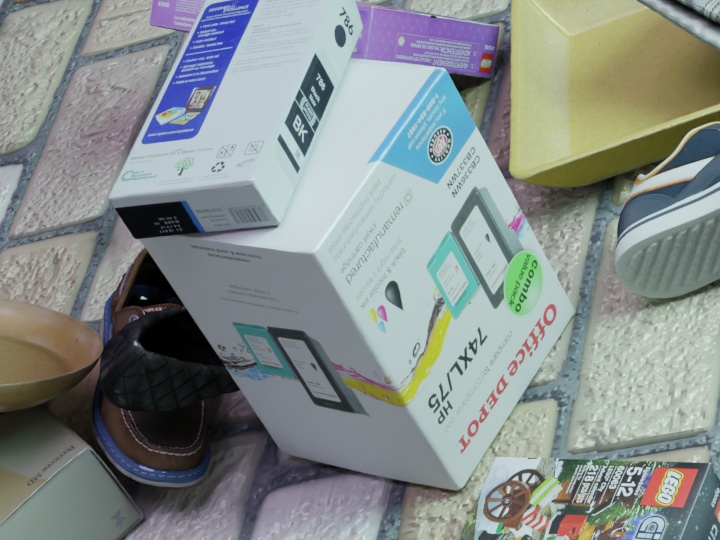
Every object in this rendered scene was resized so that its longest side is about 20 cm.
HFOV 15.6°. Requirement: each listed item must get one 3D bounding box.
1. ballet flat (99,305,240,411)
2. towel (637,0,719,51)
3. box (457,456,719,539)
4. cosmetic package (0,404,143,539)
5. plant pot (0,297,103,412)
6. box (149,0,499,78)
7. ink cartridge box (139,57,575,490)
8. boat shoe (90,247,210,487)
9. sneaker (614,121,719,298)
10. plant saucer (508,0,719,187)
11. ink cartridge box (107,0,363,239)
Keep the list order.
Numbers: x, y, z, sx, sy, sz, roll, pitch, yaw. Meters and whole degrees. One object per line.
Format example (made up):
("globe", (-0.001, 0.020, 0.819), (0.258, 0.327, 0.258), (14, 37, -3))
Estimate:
("ballet flat", (-0.070, 0.039, 1.589), (0.199, 0.067, 0.057), (-22, -12, -38))
("towel", (0.282, -0.176, 1.583), (0.192, 0.035, 0.200), (-32, 47, -31))
("box", (0.098, 0.186, 1.360), (0.136, 0.038, 0.201), (-2, 46, 36))
("cosmetic package", (-0.233, 0.128, 1.652), (0.105, 0.071, 0.200), (-43, 37, -14))
("plant pot", (-0.260, 0.053, 1.628), (0.198, 0.028, 0.200), (6, 14, -1))
("box", (-0.025, -0.166, 1.775), (0.199, 0.136, 0.039), (14, 97, 40))
("ink cartridge box", (0.000, 0.000, 1.512), (0.145, 0.201, 0.147), (8, 52, 41))
("boat shoe", (-0.130, 0.054, 1.636), (0.072, 0.073, 0.200), (5, 33, -17))
("sneaker", (0.237, -0.053, 1.497), (0.199, 0.079, 0.080), (-17, 43, 23))
("plant saucer", (0.193, -0.136, 1.652), (0.199, 0.049, 0.201), (-18, 39, 19))
("ink cartridge box", (-0.062, -0.104, 1.475), (0.099, 0.039, 0.201), (-5, 46, 31))
